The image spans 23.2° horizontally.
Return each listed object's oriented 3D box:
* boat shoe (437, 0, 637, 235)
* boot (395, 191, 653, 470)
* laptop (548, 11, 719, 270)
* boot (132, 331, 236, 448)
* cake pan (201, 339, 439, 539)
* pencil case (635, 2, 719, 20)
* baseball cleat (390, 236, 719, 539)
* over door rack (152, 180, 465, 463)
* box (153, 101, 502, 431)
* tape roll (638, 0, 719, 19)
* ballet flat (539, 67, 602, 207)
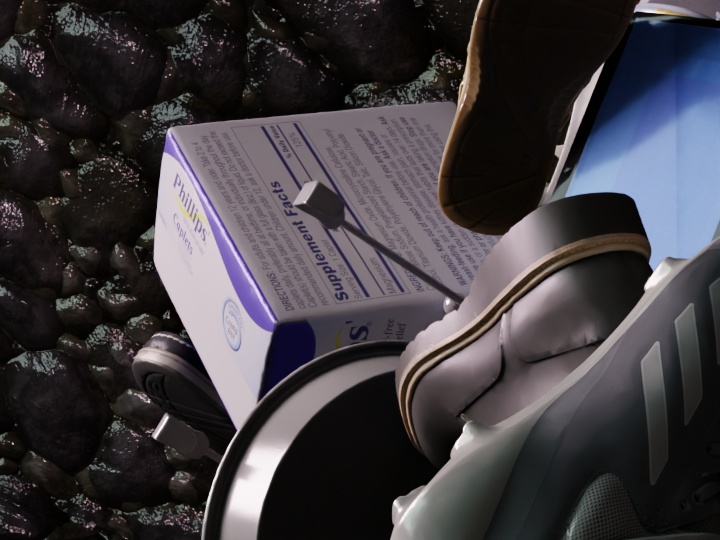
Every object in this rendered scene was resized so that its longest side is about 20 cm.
[{"bbox_3d":[0.086,-0.114,0.875,0.067,0.073,0.201,-80,11,-55],"label":"boat shoe"},{"bbox_3d":[0.074,0.079,0.711,0.200,0.077,0.139,111,148,-59],"label":"boot"},{"bbox_3d":[0.131,-0.047,0.764,0.200,0.103,0.178,44,-113,-77],"label":"laptop"},{"bbox_3d":[-0.055,0.039,1.132,0.203,0.073,0.155,40,-112,-50],"label":"boot"},{"bbox_3d":[0.023,0.133,0.831,0.037,0.199,0.202,-9,56,66],"label":"cake pan"},{"bbox_3d":[0.148,-0.042,0.940,0.091,0.083,0.201,158,135,-79],"label":"pencil case"},{"bbox_3d":[0.106,0.059,0.575,0.200,0.106,0.070,-38,-26,-16],"label":"baseball cleat"},{"bbox_3d":[0.006,0.064,0.890,0.148,0.199,0.067,-59,24,-7],"label":"over door rack"},{"bbox_3d":[0.000,0.000,1.035,0.184,0.198,0.106,-123,35,-43],"label":"box"},{"bbox_3d":[0.232,-0.210,1.172,0.200,0.066,0.202,23,-90,-88],"label":"tape roll"},{"bbox_3d":[0.128,-0.062,1.076,0.069,0.069,0.201,-37,-33,-87],"label":"ballet flat"}]
